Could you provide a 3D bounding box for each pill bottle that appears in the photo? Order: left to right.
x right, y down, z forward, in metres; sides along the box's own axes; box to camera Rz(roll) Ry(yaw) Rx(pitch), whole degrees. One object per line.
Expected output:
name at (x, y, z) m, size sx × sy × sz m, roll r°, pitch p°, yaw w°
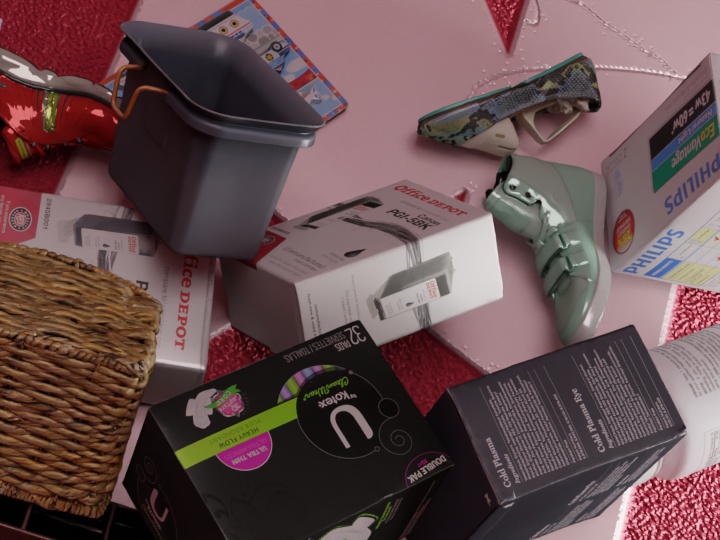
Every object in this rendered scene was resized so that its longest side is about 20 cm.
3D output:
pill bottle at (0.290, 0.116, 1.769) m, size 0.198 × 0.114 × 0.114 m, roll -18°, pitch 69°, yaw -25°

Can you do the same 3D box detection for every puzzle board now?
puzzle board at (-0.128, -0.159, 1.848) m, size 0.199 × 0.017 × 0.151 m, roll -35°, pitch 77°, yaw -29°

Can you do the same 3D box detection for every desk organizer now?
desk organizer at (-0.232, 0.200, 1.590) m, size 0.198 × 0.077 × 0.072 m, roll 19°, pitch 59°, yaw -6°

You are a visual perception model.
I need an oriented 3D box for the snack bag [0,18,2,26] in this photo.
snack bag at (-0.416, -0.146, 1.725) m, size 0.198 × 0.021 × 0.190 m, roll 0°, pitch 63°, yaw 7°

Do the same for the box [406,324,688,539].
box at (0.137, 0.151, 1.655) m, size 0.181 × 0.200 × 0.105 m, roll -18°, pitch 70°, yaw -25°

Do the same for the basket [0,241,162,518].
basket at (-0.266, 0.075, 1.562) m, size 0.198 × 0.150 × 0.143 m, roll 15°, pitch 28°, yaw -9°

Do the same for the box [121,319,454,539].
box at (-0.059, 0.157, 1.558) m, size 0.199 × 0.125 × 0.149 m, roll -22°, pitch 66°, yaw -30°

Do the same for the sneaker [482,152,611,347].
sneaker at (0.161, -0.018, 1.823) m, size 0.117 × 0.074 × 0.202 m, roll 16°, pitch 50°, yaw -15°

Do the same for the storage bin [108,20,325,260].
storage bin at (-0.140, -0.103, 1.655) m, size 0.144 × 0.135 × 0.200 m, roll 5°, pitch 24°, yaw -32°

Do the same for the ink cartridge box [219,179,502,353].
ink cartridge box at (0.000, 0.000, 1.717) m, size 0.199 × 0.146 × 0.084 m, roll -20°, pitch 114°, yaw -26°

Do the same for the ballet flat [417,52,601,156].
ballet flat at (0.148, -0.145, 1.897) m, size 0.199 × 0.074 × 0.075 m, roll -23°, pitch 71°, yaw -22°

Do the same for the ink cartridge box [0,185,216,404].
ink cartridge box at (-0.224, 0.023, 1.684) m, size 0.198 × 0.085 × 0.147 m, roll 10°, pitch 61°, yaw -13°

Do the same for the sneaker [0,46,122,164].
sneaker at (-0.274, -0.124, 1.761) m, size 0.198 × 0.077 × 0.085 m, roll 20°, pitch 64°, yaw 7°

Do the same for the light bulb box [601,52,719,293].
light bulb box at (0.353, -0.077, 1.827) m, size 0.198 × 0.198 × 0.126 m, roll 11°, pitch 58°, yaw -22°
